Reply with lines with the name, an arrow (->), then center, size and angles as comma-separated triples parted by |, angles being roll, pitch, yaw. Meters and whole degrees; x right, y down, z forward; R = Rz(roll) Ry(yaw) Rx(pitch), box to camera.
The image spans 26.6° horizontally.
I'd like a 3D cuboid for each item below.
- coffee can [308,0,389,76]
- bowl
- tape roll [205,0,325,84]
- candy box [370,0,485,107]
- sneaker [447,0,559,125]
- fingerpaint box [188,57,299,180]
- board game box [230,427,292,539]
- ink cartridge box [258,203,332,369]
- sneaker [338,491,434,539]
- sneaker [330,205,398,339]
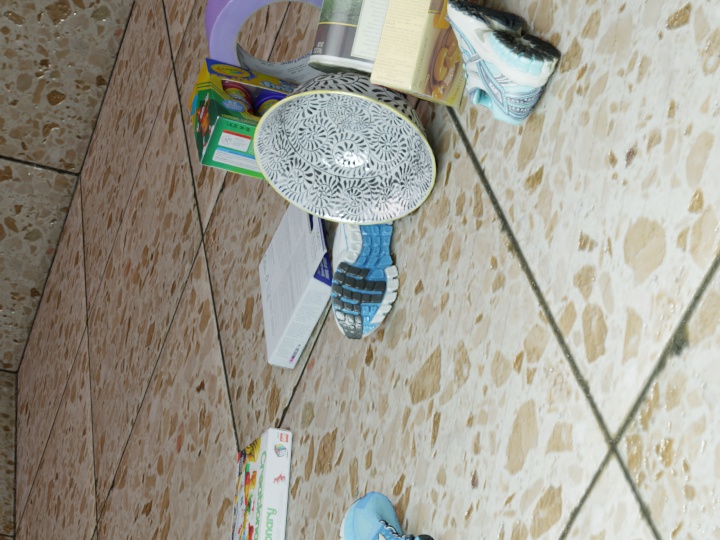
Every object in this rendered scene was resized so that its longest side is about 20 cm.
coffee can -> 0.033, -0.311, 1.699 | 0.146, 0.146, 0.200 | -164, 87, -70
bowl -> -0.009, -0.151, 1.667 | 0.201, 0.200, 0.094 | -54, 16, 48
tape roll -> -0.101, -0.310, 1.988 | 0.085, 0.200, 0.200 | -106, 34, -53
candy box -> 0.081, -0.279, 1.591 | 0.055, 0.115, 0.200 | 15, 94, 29
sneaker -> 0.123, -0.206, 1.496 | 0.200, 0.077, 0.086 | -116, 39, -60
fingerpaint box -> -0.106, -0.180, 1.923 | 0.167, 0.200, 0.073 | -107, 36, -56
board game box -> -0.129, 0.313, 1.929 | 0.126, 0.035, 0.200 | 137, 141, -57
ink cartridge box -> -0.075, -0.009, 1.970 | 0.197, 0.043, 0.200 | -99, 31, -49
sneaker -> 0.044, 0.279, 1.455 | 0.090, 0.078, 0.200 | -49, 32, 18
sneaker -> 0.000, 0.000, 1.736 | 0.087, 0.075, 0.200 | 114, 165, -54
